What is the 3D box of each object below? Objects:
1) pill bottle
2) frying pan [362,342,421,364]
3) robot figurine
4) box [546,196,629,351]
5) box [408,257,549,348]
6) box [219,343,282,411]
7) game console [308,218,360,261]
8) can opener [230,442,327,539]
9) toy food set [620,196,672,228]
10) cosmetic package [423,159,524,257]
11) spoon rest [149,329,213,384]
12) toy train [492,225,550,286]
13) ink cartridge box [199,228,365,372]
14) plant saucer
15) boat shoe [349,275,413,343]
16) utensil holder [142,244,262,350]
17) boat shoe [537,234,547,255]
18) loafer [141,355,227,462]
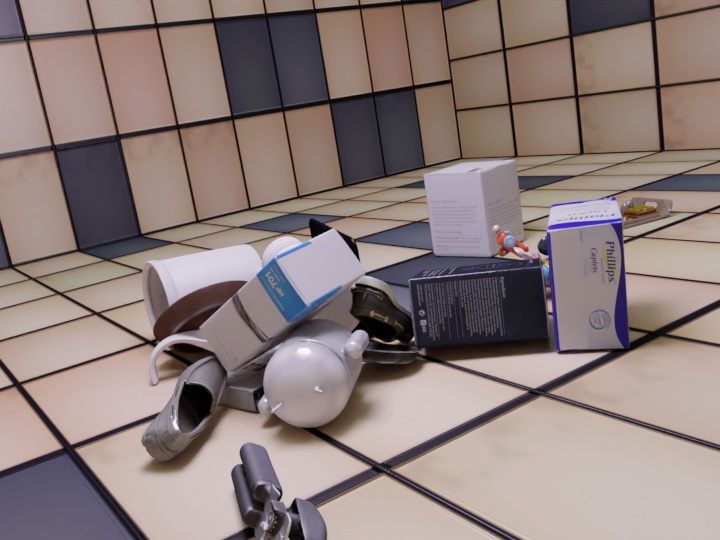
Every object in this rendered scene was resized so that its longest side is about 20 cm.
[{"bbox_3d":[-0.087,0.023,1.286,0.112,0.113,0.200,-16,37,-28],"label":"pill bottle"},{"bbox_3d":[-0.003,0.119,1.127,0.189,0.031,0.115,3,0,-12],"label":"frying pan"},{"bbox_3d":[-0.062,0.135,1.008,0.169,0.113,0.200,-37,6,15],"label":"robot figurine"},{"bbox_3d":[0.339,0.001,1.139,0.104,0.185,0.200,-4,13,16],"label":"box"},{"bbox_3d":[0.186,0.048,1.177,0.199,0.108,0.148,-6,4,14],"label":"box"},{"bbox_3d":[-0.137,0.153,1.165,0.144,0.037,0.200,2,18,41],"label":"box"},{"bbox_3d":[0.000,0.000,1.367,0.175,0.117,0.200,17,7,-29],"label":"game console"},{"bbox_3d":[-0.084,0.236,0.766,0.067,0.054,0.200,21,3,-18],"label":"can opener"},{"bbox_3d":[0.636,-0.149,1.860,0.199,0.061,0.143,-14,13,-19],"label":"toy food set"},{"bbox_3d":[0.271,-0.149,1.809,0.164,0.201,0.164,2,16,42],"label":"cosmetic package"},{"bbox_3d":[-0.261,0.121,1.266,0.199,0.061,0.099,-23,17,-11],"label":"spoon rest"},{"bbox_3d":[0.303,-0.012,1.404,0.150,0.056,0.200,32,13,-5],"label":"toy train"},{"bbox_3d":[-0.111,0.044,1.076,0.200,0.086,0.146,-38,-5,36],"label":"ink cartridge box"},{"bbox_3d":[-0.259,0.088,1.327,0.199,0.035,0.201,-24,-26,-12],"label":"plant saucer"},{"bbox_3d":[0.034,0.075,1.159,0.071,0.061,0.201,9,-21,28],"label":"boat shoe"},{"bbox_3d":[-0.293,0.047,1.454,0.199,0.171,0.170,-13,13,-29],"label":"utensil holder"},{"bbox_3d":[0.462,-0.078,1.646,0.199,0.076,0.060,-18,21,-36],"label":"boat shoe"},{"bbox_3d":[-0.216,0.173,1.006,0.070,0.070,0.200,-34,16,24],"label":"loafer"}]
